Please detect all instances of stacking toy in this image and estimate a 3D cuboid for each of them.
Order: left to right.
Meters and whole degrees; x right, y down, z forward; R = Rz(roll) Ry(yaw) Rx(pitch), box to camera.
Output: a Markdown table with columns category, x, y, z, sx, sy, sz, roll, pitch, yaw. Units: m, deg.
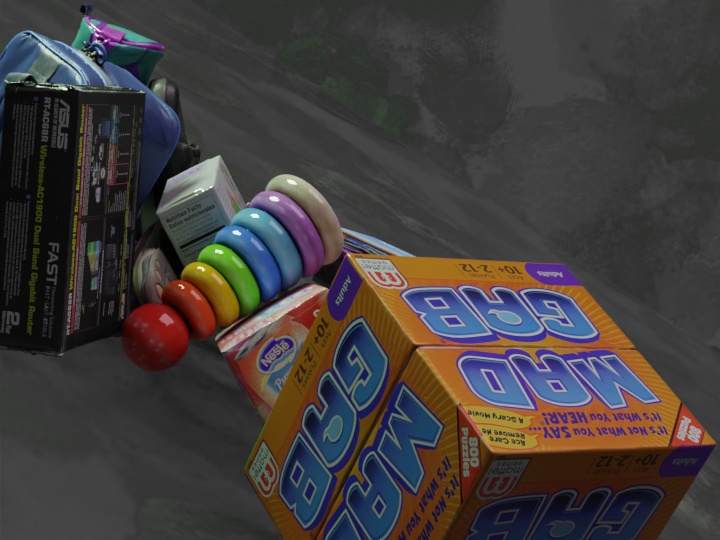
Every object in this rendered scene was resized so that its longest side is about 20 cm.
| category | x | y | z | sx | sy | sz | roll | pitch | yaw |
| --- | --- | --- | --- | --- | --- | --- | --- | --- | --- |
| stacking toy | -0.110 | 0.008 | 1.513 | 0.085 | 0.200 | 0.085 | 39 | -28 | 26 |

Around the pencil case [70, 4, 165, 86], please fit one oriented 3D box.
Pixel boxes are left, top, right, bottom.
| category | x | y | z | sx | sy | sz | roll | pitch | yaw |
| --- | --- | --- | --- | --- | --- | --- | --- | --- | --- |
| pencil case | -0.262 | -0.138 | 1.740 | 0.085 | 0.200 | 0.092 | 33 | 10 | 19 |

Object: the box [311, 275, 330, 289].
| category | x | y | z | sx | sy | sz | roll | pitch | yaw |
| --- | --- | --- | --- | --- | --- | --- | --- | --- | --- |
| box | 0.084 | 0.047 | 1.861 | 0.200 | 0.050 | 0.198 | 21 | 4 | -45 |

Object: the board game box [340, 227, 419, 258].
| category | x | y | z | sx | sy | sz | roll | pitch | yaw |
| --- | --- | --- | --- | --- | --- | --- | --- | --- | --- |
| board game box | 0.068 | 0.006 | 1.818 | 0.200 | 0.019 | 0.103 | 25 | 6 | 28 |

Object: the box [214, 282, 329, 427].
| category | x | y | z | sx | sy | sz | roll | pitch | yaw |
| --- | --- | --- | --- | --- | --- | --- | --- | --- | --- |
| box | -0.048 | 0.075 | 1.476 | 0.103 | 0.095 | 0.200 | 58 | -5 | -3 |

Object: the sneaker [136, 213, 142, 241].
| category | x | y | z | sx | sy | sz | roll | pitch | yaw |
| --- | --- | --- | --- | --- | --- | --- | --- | --- | --- |
| sneaker | -0.164 | -0.020 | 1.817 | 0.200 | 0.078 | 0.140 | 18 | 17 | -49 |

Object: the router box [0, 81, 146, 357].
| category | x | y | z | sx | sy | sz | roll | pitch | yaw |
| --- | --- | --- | --- | --- | --- | --- | --- | --- | --- |
| router box | -0.222 | -0.043 | 1.441 | 0.062 | 0.200 | 0.150 | 6 | 5 | 11 |

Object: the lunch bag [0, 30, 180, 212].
| category | x | y | z | sx | sy | sz | roll | pitch | yaw |
| --- | --- | --- | --- | --- | --- | --- | --- | --- | --- |
| lunch bag | -0.259 | -0.103 | 1.593 | 0.132 | 0.200 | 0.136 | 15 | 17 | -49 |

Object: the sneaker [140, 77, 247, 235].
| category | x | y | z | sx | sy | sz | roll | pitch | yaw |
| --- | --- | --- | --- | --- | --- | --- | --- | --- | --- |
| sneaker | -0.149 | -0.080 | 1.739 | 0.114 | 0.200 | 0.076 | -5 | 6 | -8 |

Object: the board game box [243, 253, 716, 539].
| category | x | y | z | sx | sy | sz | roll | pitch | yaw |
| --- | --- | --- | --- | --- | --- | --- | --- | --- | --- |
| board game box | 0.076 | 0.129 | 1.300 | 0.200 | 0.200 | 0.200 | 2 | 36 | -36 |

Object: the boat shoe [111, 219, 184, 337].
| category | x | y | z | sx | sy | sz | roll | pitch | yaw |
| --- | --- | --- | --- | --- | --- | --- | --- | --- | --- |
| boat shoe | -0.186 | 0.005 | 1.615 | 0.200 | 0.073 | 0.075 | -71 | 137 | -77 |

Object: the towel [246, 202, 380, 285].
| category | x | y | z | sx | sy | sz | roll | pitch | yaw |
| --- | --- | --- | --- | --- | --- | --- | --- | --- | --- |
| towel | 0.000 | 0.000 | 1.654 | 0.200 | 0.023 | 0.144 | 26 | -12 | 14 |

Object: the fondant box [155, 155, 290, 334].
| category | x | y | z | sx | sy | sz | roll | pitch | yaw |
| --- | --- | --- | --- | --- | --- | --- | --- | --- | --- |
| fondant box | -0.105 | 0.010 | 1.647 | 0.144 | 0.058 | 0.200 | -98 | 163 | -76 |
